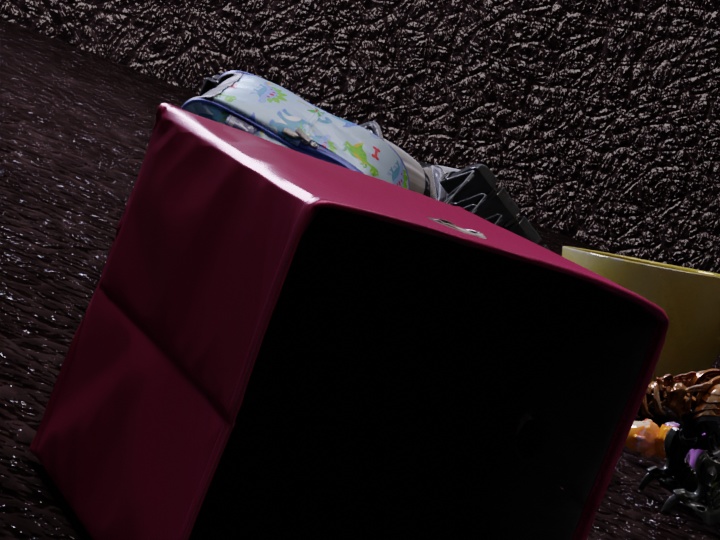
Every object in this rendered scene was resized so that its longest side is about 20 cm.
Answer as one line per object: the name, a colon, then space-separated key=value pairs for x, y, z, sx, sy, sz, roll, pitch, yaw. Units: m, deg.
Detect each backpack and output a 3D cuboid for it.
backpack: x=-0.072 y=-0.046 z=1.435 sx=0.200 sy=0.183 sz=0.147 roll=23 pitch=31 yaw=5

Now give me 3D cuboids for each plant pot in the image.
plant pot: x=0.297 y=0.062 z=1.790 sx=0.199 sy=0.142 sz=0.200 roll=11 pitch=3 yaw=0

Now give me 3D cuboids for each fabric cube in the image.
fabric cube: x=-0.012 y=0.056 z=0.806 sx=0.196 sy=0.200 sz=0.199 roll=17 pitch=9 yaw=-28

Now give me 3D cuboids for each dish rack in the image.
dish rack: x=0.112 y=-0.007 z=1.662 sx=0.154 sy=0.055 sz=0.200 roll=51 pitch=39 yaw=-9

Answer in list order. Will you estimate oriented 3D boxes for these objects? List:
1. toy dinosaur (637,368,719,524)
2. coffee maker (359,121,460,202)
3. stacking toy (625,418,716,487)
toy dinosaur: x=0.284 y=0.125 z=1.375 sx=0.199 sy=0.136 sz=0.102 roll=13 pitch=12 yaw=4
coffee maker: x=0.021 y=-0.101 z=2.163 sx=0.192 sy=0.135 sz=0.200 roll=15 pitch=-5 yaw=44
stacking toy: x=0.322 y=0.162 z=1.482 sx=0.200 sy=0.110 sz=0.116 roll=14 pitch=7 yaw=22
